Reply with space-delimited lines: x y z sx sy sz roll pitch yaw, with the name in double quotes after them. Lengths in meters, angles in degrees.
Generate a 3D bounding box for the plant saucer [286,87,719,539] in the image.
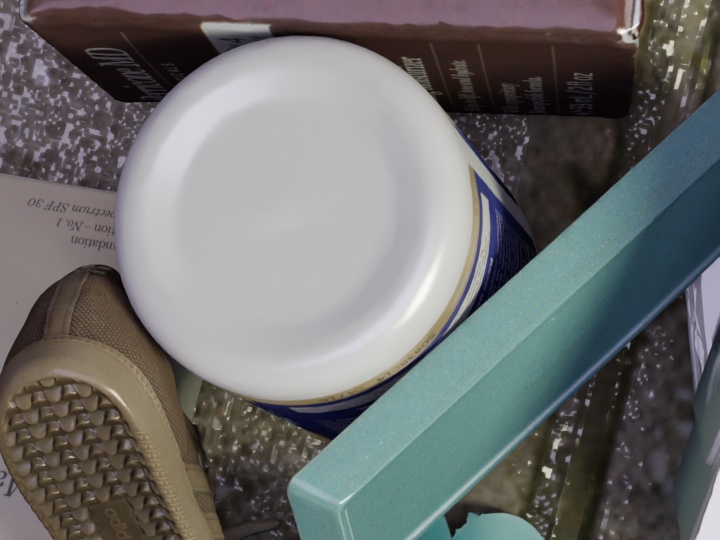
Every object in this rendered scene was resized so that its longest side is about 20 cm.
0.057 0.025 0.787 0.200 0.070 0.019 -40 59 -19 "plant saucer"

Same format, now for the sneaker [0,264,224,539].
-0.066 0.089 0.811 0.070 0.076 0.201 -4 125 10 "sneaker"

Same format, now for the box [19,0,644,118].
0.001 -0.147 0.849 0.199 0.166 0.165 2 85 6 "box"

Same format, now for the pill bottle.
0.000 0.000 0.839 0.115 0.200 0.116 -3 78 14 "pill bottle"

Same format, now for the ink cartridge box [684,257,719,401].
0.219 0.031 0.884 0.199 0.084 0.145 -6 93 6 "ink cartridge box"

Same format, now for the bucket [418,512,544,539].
0.062 0.174 0.852 0.207 0.207 0.135 18 96 5 "bucket"

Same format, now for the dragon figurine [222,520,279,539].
-0.088 0.187 0.933 0.059 0.099 0.201 17 75 6 "dragon figurine"

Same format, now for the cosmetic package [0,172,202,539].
-0.124 0.072 0.887 0.103 0.073 0.201 8 70 14 "cosmetic package"

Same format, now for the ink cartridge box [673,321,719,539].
0.213 0.044 0.769 0.199 0.147 0.147 18 96 4 "ink cartridge box"
